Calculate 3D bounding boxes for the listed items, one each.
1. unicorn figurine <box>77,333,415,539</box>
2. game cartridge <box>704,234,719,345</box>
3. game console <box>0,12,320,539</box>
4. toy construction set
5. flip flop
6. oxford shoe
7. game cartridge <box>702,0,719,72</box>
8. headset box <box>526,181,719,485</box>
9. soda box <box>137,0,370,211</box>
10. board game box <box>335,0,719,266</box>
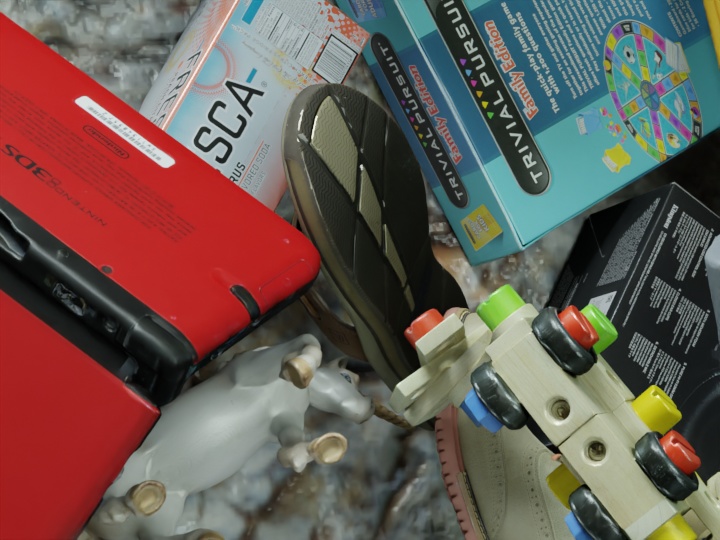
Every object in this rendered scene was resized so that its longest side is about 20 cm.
[{"bbox_3d":[-0.053,0.070,1.176,0.200,0.137,0.074,-18,98,-17],"label":"unicorn figurine"},{"bbox_3d":[0.228,0.003,1.269,0.200,0.042,0.133,-38,130,-37],"label":"game cartridge"},{"bbox_3d":[-0.149,0.008,1.125,0.200,0.119,0.172,36,36,13],"label":"game console"},{"bbox_3d":[0.099,0.071,1.123,0.200,0.131,0.092,37,100,15],"label":"toy construction set"},{"bbox_3d":[0.000,0.000,1.215,0.200,0.058,0.081,62,38,-50],"label":"flip flop"},{"bbox_3d":[0.081,0.107,1.205,0.071,0.074,0.200,32,43,-70],"label":"oxford shoe"},{"bbox_3d":[0.240,-0.074,1.371,0.200,0.032,0.177,3,71,-50],"label":"game cartridge"},{"bbox_3d":[0.174,0.079,1.319,0.200,0.077,0.149,36,64,-19],"label":"headset box"},{"bbox_3d":[-0.074,-0.036,1.208,0.064,0.068,0.200,36,64,-16],"label":"soda box"},{"bbox_3d":[0.101,-0.114,1.338,0.200,0.047,0.151,-30,95,-31],"label":"board game box"}]
